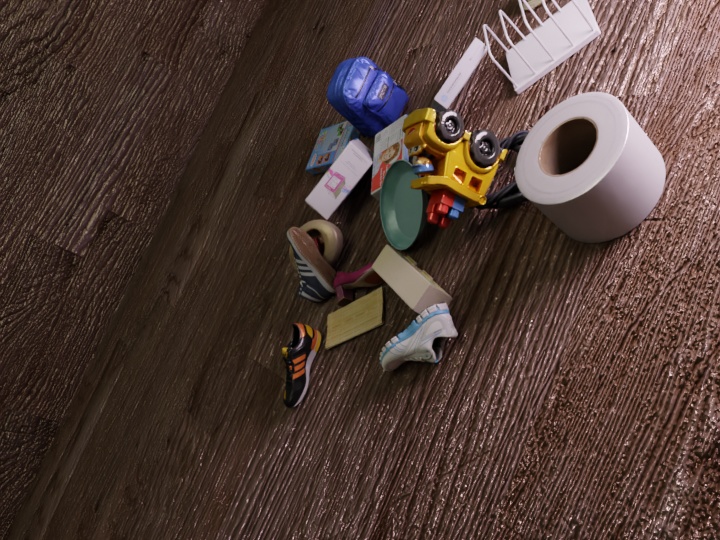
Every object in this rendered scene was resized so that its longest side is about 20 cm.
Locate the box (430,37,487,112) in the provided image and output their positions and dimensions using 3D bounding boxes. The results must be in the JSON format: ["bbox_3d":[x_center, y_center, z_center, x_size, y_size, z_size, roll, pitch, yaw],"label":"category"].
[{"bbox_3d":[0.224,-0.439,1.363,0.157,0.041,0.200,-55,3,10],"label":"box"}]

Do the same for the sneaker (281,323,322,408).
[{"bbox_3d":[-0.166,0.228,1.440,0.069,0.089,0.204,-4,63,51],"label":"sneaker"}]

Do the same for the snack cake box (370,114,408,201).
[{"bbox_3d":[0.092,-0.279,1.486,0.114,0.067,0.204,-24,49,39],"label":"snack cake box"}]

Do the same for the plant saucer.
[{"bbox_3d":[0.104,-0.150,1.347,0.199,0.035,0.206,-162,70,-63],"label":"plant saucer"}]

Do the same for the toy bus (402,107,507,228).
[{"bbox_3d":[0.160,-0.192,1.148,0.135,0.197,0.196,8,76,68],"label":"toy bus"}]

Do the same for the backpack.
[{"bbox_3d":[0.022,-0.487,1.609,0.166,0.198,0.166,10,72,54],"label":"backpack"}]

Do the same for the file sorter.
[{"bbox_3d":[0.370,-0.511,1.236,0.198,0.123,0.141,-33,42,36],"label":"file sorter"}]

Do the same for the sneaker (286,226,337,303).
[{"bbox_3d":[-0.143,-0.006,1.515,0.108,0.201,0.070,-38,-1,38],"label":"sneaker"}]

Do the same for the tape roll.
[{"bbox_3d":[0.375,-0.167,0.969,0.201,0.138,0.207,-31,44,35],"label":"tape roll"}]

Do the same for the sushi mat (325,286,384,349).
[{"bbox_3d":[-0.014,0.115,1.390,0.198,0.012,0.098,-29,44,38],"label":"sushi mat"}]

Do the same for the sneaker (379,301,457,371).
[{"bbox_3d":[0.113,0.154,1.151,0.200,0.074,0.088,-48,59,34],"label":"sneaker"}]

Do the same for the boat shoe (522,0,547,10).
[{"bbox_3d":[0.431,-0.653,1.308,0.198,0.064,0.075,-18,51,44],"label":"boat shoe"}]

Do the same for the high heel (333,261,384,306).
[{"bbox_3d":[0.000,0.000,1.404,0.199,0.067,0.098,-35,47,35],"label":"high heel"}]

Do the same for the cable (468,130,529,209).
[{"bbox_3d":[0.285,-0.199,1.187,0.198,0.050,0.167,-17,55,48],"label":"cable"}]

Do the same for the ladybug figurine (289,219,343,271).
[{"bbox_3d":[-0.115,-0.062,1.575,0.198,0.071,0.139,-22,82,41],"label":"ladybug figurine"}]

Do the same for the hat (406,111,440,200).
[{"bbox_3d":[0.186,-0.251,1.331,0.199,0.079,0.206,-22,64,55],"label":"hat"}]

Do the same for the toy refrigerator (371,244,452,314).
[{"bbox_3d":[0.107,0.022,1.243,0.071,0.075,0.200,-55,34,8],"label":"toy refrigerator"}]

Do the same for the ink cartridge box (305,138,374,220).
[{"bbox_3d":[-0.051,-0.248,1.590,0.200,0.084,0.145,-48,5,17],"label":"ink cartridge box"}]

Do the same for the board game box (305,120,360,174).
[{"bbox_3d":[-0.082,-0.382,1.816,0.198,0.036,0.154,1,67,52],"label":"board game box"}]
